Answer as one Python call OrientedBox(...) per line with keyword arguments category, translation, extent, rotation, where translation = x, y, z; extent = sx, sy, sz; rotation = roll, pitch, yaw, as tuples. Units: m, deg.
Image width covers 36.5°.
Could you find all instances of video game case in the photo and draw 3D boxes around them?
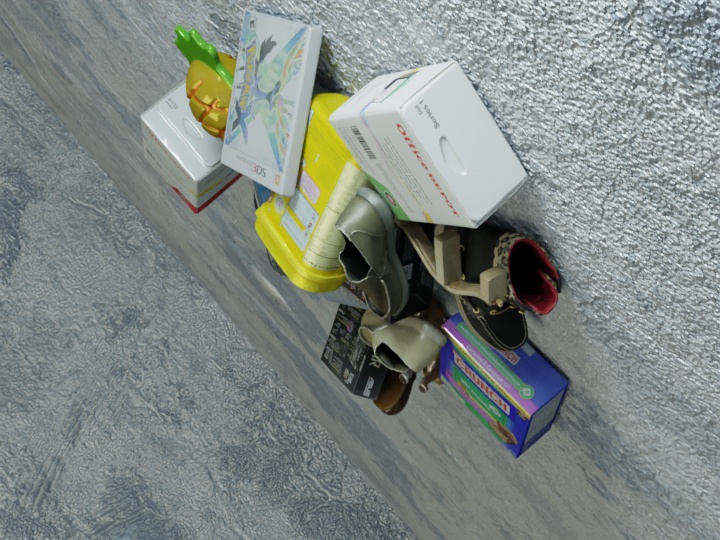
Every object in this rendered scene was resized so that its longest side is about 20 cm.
OrientedBox(category="video game case", translation=(-0.115, -0.212, 1.360), extent=(0.182, 0.022, 0.203), rotation=(30, 112, 54))

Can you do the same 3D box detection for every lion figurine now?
OrientedBox(category="lion figurine", translation=(0.103, 0.097, 1.622), extent=(0.072, 0.122, 0.203), rotation=(19, 133, 36))

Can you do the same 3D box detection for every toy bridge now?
OrientedBox(category="toy bridge", translation=(0.099, -0.012, 1.230), extent=(0.200, 0.027, 0.068), rotation=(45, 149, 45))

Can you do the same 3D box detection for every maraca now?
OrientedBox(category="maraca", translation=(-0.204, -0.267, 1.581), extent=(0.136, 0.107, 0.201), rotation=(20, 148, 49))

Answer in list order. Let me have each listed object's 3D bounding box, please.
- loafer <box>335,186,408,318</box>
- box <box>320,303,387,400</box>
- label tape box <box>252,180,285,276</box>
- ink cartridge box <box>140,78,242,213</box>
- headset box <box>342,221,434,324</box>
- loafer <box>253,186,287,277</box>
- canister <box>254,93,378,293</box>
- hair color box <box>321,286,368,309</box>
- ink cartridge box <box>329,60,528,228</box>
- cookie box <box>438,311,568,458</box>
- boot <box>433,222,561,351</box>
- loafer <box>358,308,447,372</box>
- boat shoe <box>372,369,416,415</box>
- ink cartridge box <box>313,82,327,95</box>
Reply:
OrientedBox(category="loafer", translation=(0.005, -0.011, 1.297), extent=(0.075, 0.069, 0.202), rotation=(38, 155, 37))
OrientedBox(category="box", translation=(0.005, 0.096, 1.714), extent=(0.043, 0.163, 0.200), rotation=(18, -176, -19))
OrientedBox(category="label tape box", translation=(-0.114, -0.099, 1.564), extent=(0.200, 0.062, 0.146), rotation=(91, 162, -69))
OrientedBox(category="ink cartridge box", translation=(-0.268, -0.215, 1.828), extent=(0.146, 0.144, 0.200), rotation=(48, 166, 2))
OrientedBox(category="headset box", translation=(0.011, -0.049, 1.433), extent=(0.199, 0.074, 0.151), rotation=(37, 134, 40))
OrientedBox(category="loafer", translation=(-0.130, -0.084, 1.754), extent=(0.072, 0.071, 0.203), rotation=(78, -174, -74))
OrientedBox(category="canister", translation=(-0.042, -0.096, 1.347), extent=(0.149, 0.086, 0.202), rotation=(52, 131, 32))
OrientedBox(category="hair color box", translation=(0.000, 0.000, 1.647), extent=(0.061, 0.099, 0.200), rotation=(53, 166, -14))
OrientedBox(category="ink cartridge box", translation=(0.067, -0.130, 1.146), extent=(0.146, 0.084, 0.200), rotation=(54, 166, -17))
OrientedBox(category="cookie box", translation=(0.189, 0.148, 1.495), extent=(0.171, 0.075, 0.201), rotation=(46, 164, 21))
OrientedBox(category="boot", translation=(0.169, 0.024, 1.252), extent=(0.150, 0.073, 0.202), rotation=(24, 142, 61))
OrientedBox(category="loafer", translation=(0.043, 0.097, 1.488), extent=(0.075, 0.069, 0.199), rotation=(39, 165, -17))
OrientedBox(category="boat shoe", translation=(0.064, 0.144, 1.713), extent=(0.070, 0.202, 0.070), rotation=(-17, 134, 29))
OrientedBox(category="ink cartridge box", translation=(-0.080, -0.199, 1.496), extent=(0.162, 0.057, 0.201), rotation=(44, 160, 23))
